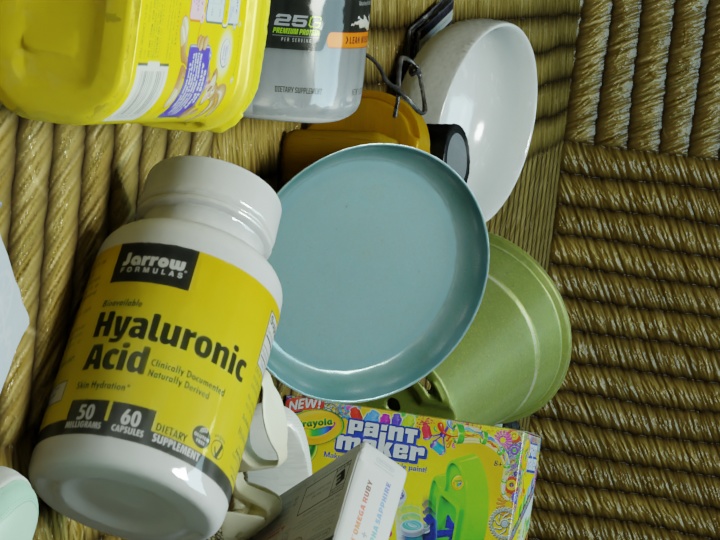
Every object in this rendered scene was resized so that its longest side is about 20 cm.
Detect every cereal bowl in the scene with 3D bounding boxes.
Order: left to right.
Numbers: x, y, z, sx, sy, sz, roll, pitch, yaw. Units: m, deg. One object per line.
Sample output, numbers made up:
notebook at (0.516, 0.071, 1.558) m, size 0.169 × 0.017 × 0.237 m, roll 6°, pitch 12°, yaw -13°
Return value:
cereal bowl at (0.086, -0.143, 1.987) m, size 0.200 × 0.083 × 0.201 m, roll -37°, pitch 135°, yaw -50°

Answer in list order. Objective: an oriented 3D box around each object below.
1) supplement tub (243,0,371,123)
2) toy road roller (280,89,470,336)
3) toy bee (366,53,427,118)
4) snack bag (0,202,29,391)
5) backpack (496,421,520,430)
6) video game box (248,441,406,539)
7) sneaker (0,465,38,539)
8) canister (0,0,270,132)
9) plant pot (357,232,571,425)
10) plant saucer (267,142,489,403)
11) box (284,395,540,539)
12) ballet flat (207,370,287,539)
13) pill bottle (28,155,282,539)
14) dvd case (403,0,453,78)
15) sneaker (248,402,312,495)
supplement tub at (-0.051, -0.194, 1.255) m, size 0.123 × 0.122 × 0.201 m, roll -38°, pitch 134°, yaw -74°
toy road roller at (-0.001, -0.038, 1.622) m, size 0.146 × 0.122 × 0.201 m, roll 15°, pitch 79°, yaw -65°
toy bee at (-0.047, -0.182, 1.387) m, size 0.131 × 0.108 × 0.201 m, roll -12°, pitch 85°, yaw -69°
snack bag at (-0.201, 0.036, 0.932) m, size 0.200 × 0.021 × 0.189 m, roll 81°, pitch 21°, yaw -54°
backpack at (0.120, 0.242, 2.363) m, size 0.167 × 0.126 × 0.201 m, roll -84°, pitch 176°, yaw -66°
video game box at (-0.061, 0.228, 1.396) m, size 0.200 × 0.047 × 0.183 m, roll -36°, pitch -156°, yaw 44°
sneaker at (-0.158, 0.191, 1.004) m, size 0.074 × 0.118 × 0.201 m, roll 79°, pitch 21°, yaw -54°
canister at (-0.114, -0.145, 1.074) m, size 0.200 × 0.086 × 0.149 m, roll -18°, pitch 115°, yaw -76°
plant pot at (0.066, 0.085, 1.911) m, size 0.190 × 0.199 × 0.201 m, roll -39°, pitch 137°, yaw -56°
plant saucer at (0.000, 0.000, 1.551) m, size 0.027 × 0.199 × 0.201 m, roll -142°, pitch -128°, yaw -60°
box at (0.032, 0.213, 1.729) m, size 0.122 × 0.199 × 0.194 m, roll 31°, pitch 67°, yaw -77°
ballet flat at (-0.086, 0.128, 1.413) m, size 0.068 × 0.075 × 0.201 m, roll -49°, pitch 145°, yaw -64°
pill bottle at (-0.106, 0.041, 1.174) m, size 0.111 × 0.111 × 0.201 m, roll 78°, pitch 22°, yaw -59°
dvd case at (0.062, -0.156, 2.085) m, size 0.149 × 0.016 × 0.201 m, roll -51°, pitch 148°, yaw -66°
sneaker at (-0.074, 0.159, 1.545) m, size 0.089 × 0.075 × 0.201 m, roll -88°, pitch -177°, yaw -51°
